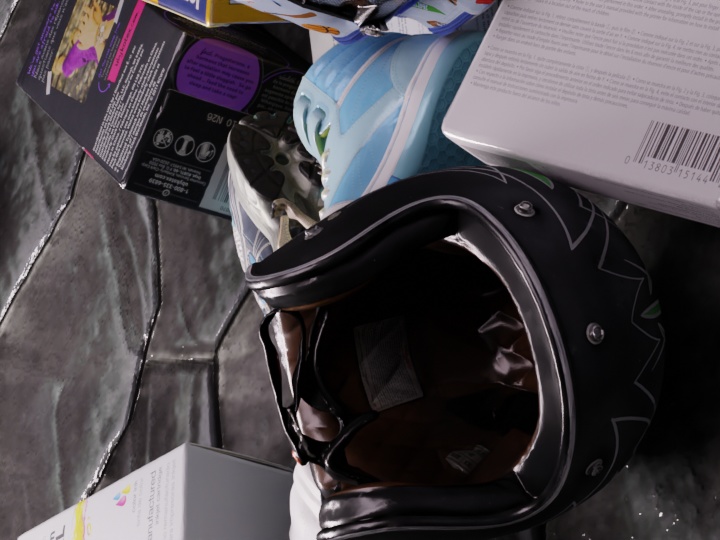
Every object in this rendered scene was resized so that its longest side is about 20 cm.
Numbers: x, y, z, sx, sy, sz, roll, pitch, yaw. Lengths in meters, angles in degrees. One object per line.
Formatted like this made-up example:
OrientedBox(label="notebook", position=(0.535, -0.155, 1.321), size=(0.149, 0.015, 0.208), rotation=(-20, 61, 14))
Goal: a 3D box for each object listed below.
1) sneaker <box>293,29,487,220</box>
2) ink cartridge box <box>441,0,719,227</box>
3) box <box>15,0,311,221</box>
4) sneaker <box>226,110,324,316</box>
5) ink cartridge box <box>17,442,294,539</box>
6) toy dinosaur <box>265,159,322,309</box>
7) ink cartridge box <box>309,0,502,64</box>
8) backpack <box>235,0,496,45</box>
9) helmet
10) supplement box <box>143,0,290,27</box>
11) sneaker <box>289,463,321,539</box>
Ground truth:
OrientedBox(label="sneaker", position=(-0.001, -0.042, 1.513), size=(0.130, 0.079, 0.201), rotation=(16, 74, 51))
OrientedBox(label="ink cartridge box", position=(0.149, -0.120, 1.338), size=(0.199, 0.045, 0.177), rotation=(19, 81, 49))
OrientedBox(label="box", position=(-0.119, -0.117, 1.764), size=(0.200, 0.122, 0.107), rotation=(42, 111, 56))
OrientedBox(label="sneaker", position=(-0.028, 0.005, 1.632), size=(0.087, 0.077, 0.201), rotation=(103, 155, -51))
OrientedBox(label="ink cartridge box", position=(-0.127, 0.207, 1.656), size=(0.200, 0.082, 0.147), rotation=(-31, 51, 46))
OrientedBox(label="toy dinosaur", position=(0.000, 0.000, 1.549), size=(0.058, 0.100, 0.201), rotation=(108, 166, -54))
OrientedBox(label="ink cartridge box", position=(0.035, -0.188, 1.589), size=(0.199, 0.043, 0.198), rotation=(-10, 86, 53))
OrientedBox(label="backpack", position=(0.007, -0.208, 1.444), size=(0.190, 0.154, 0.201), rotation=(-16, 50, 62))
OrientedBox(label="helmet", position=(0.053, 0.040, 1.359), size=(0.190, 0.201, 0.201), rotation=(-16, 50, 3))
OrientedBox(label="supplement box", position=(-0.061, -0.249, 1.588), size=(0.109, 0.108, 0.201), rotation=(26, 115, 50))
OrientedBox(label="sneaker", position=(0.005, 0.180, 1.493), size=(0.200, 0.075, 0.089), rotation=(-116, 39, -55))
